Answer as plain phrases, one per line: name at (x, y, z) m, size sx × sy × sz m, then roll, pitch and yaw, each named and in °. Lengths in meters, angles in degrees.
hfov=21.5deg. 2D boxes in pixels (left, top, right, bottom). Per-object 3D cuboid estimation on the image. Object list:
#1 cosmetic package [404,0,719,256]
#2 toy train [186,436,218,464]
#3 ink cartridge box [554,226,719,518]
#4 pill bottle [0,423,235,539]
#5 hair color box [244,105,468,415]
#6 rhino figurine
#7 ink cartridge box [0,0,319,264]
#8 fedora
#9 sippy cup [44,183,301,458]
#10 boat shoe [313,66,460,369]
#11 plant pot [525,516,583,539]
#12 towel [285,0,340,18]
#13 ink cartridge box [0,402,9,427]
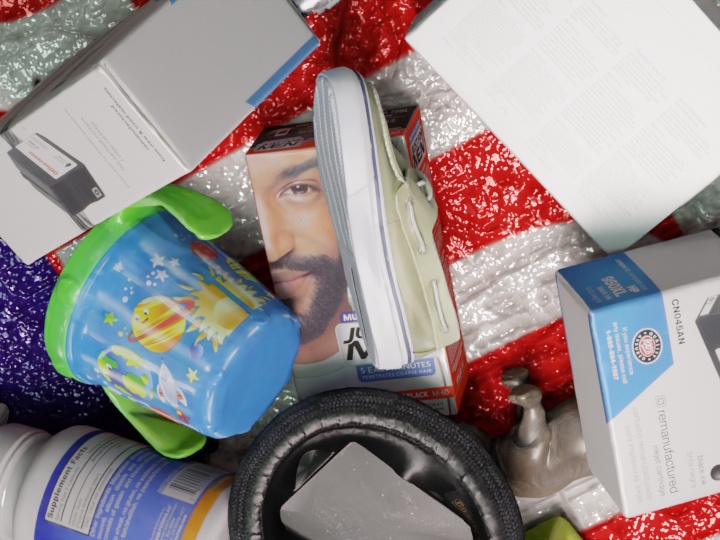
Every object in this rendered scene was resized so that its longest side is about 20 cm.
cosmetic package at (0.150, -0.129, 1.184) m, size 0.151 × 0.052 × 0.200 m, roll -39°, pitch 101°, yaw 25°
toy train at (-0.122, 0.114, 1.352) m, size 0.046 × 0.034 × 0.201 m, roll 25°, pitch 115°, yaw 3°
ink cartridge box at (0.237, 0.052, 1.192) m, size 0.199 × 0.084 × 0.145 m, roll -15°, pitch 109°, yaw -6°
pill bottle at (-0.169, 0.172, 1.311) m, size 0.199 × 0.112 × 0.113 m, roll 14°, pitch 117°, yaw 22°
hair color box at (0.000, 0.000, 1.263) m, size 0.110 × 0.064 × 0.201 m, roll -7°, pitch 111°, yaw 14°
rhino figurine at (0.124, 0.112, 1.292) m, size 0.199 × 0.060 × 0.088 m, roll -18°, pitch 107°, yaw 19°
ink cartridge box at (-0.142, -0.100, 1.160) m, size 0.084 × 0.145 × 0.200 m, roll 51°, pitch 141°, yaw -13°
fedora at (0.011, 0.169, 1.266) m, size 0.199 × 0.092 × 0.202 m, roll 0°, pitch 94°, yaw 2°
sippy cup at (-0.114, 0.039, 1.239) m, size 0.130 × 0.178 × 0.140 m, roll 30°, pitch 77°, yaw 25°
boat shoe at (0.016, -0.036, 1.184) m, size 0.062 × 0.072 × 0.201 m, roll -17°, pitch 115°, yaw -11°
plant pot at (0.105, 0.327, 1.320) m, size 0.181 × 0.199 × 0.200 m, roll -29°, pitch 106°, yaw 28°
towel at (-0.012, -0.262, 1.138) m, size 0.199 × 0.086 × 0.166 m, roll -33°, pitch 103°, yaw 22°
ink cartridge box at (-0.350, 0.151, 1.319) m, size 0.146 × 0.200 × 0.083 m, roll 18°, pitch 116°, yaw 3°
